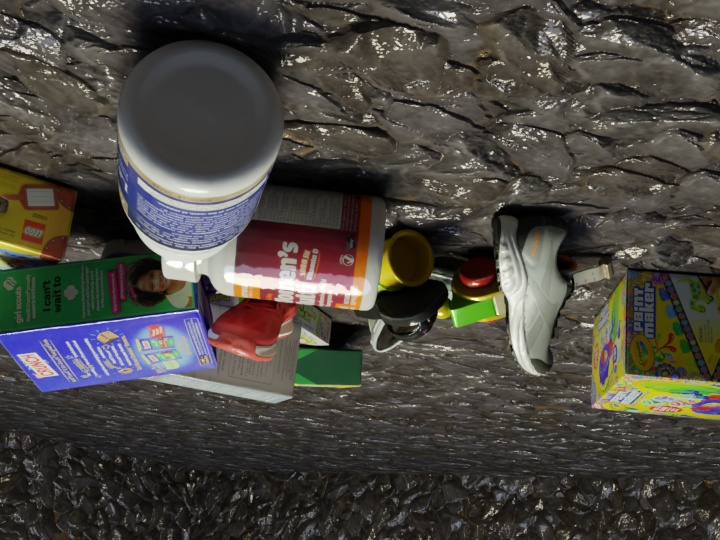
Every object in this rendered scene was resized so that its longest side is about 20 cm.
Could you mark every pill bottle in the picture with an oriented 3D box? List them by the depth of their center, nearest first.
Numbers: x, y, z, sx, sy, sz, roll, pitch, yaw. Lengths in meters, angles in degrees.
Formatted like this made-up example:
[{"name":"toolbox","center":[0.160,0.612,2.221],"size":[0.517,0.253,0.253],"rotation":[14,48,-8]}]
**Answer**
[{"name":"pill bottle","center":[-0.129,-0.080,0.732],"size":[0.115,0.116,0.200],"rotation":[9,161,-11]},{"name":"pill bottle","center":[-0.080,-0.026,0.893],"size":[0.199,0.110,0.110],"rotation":[6,162,-3]}]

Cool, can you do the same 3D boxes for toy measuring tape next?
[{"name":"toy measuring tape","center":[0.170,0.009,1.032],"size":[0.199,0.074,0.074],"rotation":[-18,159,4]}]

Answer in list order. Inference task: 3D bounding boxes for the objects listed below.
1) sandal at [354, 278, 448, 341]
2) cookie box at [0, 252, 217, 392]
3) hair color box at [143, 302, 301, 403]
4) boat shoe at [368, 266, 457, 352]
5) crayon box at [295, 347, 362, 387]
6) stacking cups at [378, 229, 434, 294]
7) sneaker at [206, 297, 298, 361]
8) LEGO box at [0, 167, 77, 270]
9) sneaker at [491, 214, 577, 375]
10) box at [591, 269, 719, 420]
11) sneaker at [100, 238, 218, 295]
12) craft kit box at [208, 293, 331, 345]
[{"name":"sandal","center":[0.049,0.043,1.024],"size":[0.075,0.048,0.200],"rotation":[-30,-170,-12]},{"name":"cookie box","center":[-0.261,0.055,1.000],"size":[0.199,0.076,0.171],"rotation":[-7,155,-6]},{"name":"hair color box","center":[-0.179,0.098,1.188],"size":[0.199,0.100,0.061],"rotation":[15,160,-25]},{"name":"boat shoe","center":[0.064,0.045,1.140],"size":[0.074,0.065,0.202],"rotation":[13,158,-24]},{"name":"crayon box","center":[-0.099,0.144,1.429],"size":[0.171,0.059,0.200],"rotation":[4,174,-11]},{"name":"stacking cups","center":[0.000,0.000,1.054],"size":[0.060,0.061,0.200],"rotation":[16,164,-30]},{"name":"sneaker","center":[-0.102,0.019,1.000],"size":[0.078,0.116,0.200],"rotation":[18,-170,1]},{"name":"LEGO box","center":[-0.410,-0.057,0.947],"size":[0.199,0.078,0.149],"rotation":[18,159,-33]},{"name":"sneaker","center":[0.181,0.029,0.952],"size":[0.079,0.074,0.201],"rotation":[-8,129,9]},{"name":"box","center":[0.383,0.093,1.106],"size":[0.191,0.123,0.200],"rotation":[5,162,5]},{"name":"sneaker","center":[-0.206,0.016,1.102],"size":[0.199,0.084,0.081],"rotation":[2,162,7]},{"name":"craft kit box","center":[-0.166,0.059,1.292],"size":[0.196,0.049,0.200],"rotation":[-5,160,21]}]
